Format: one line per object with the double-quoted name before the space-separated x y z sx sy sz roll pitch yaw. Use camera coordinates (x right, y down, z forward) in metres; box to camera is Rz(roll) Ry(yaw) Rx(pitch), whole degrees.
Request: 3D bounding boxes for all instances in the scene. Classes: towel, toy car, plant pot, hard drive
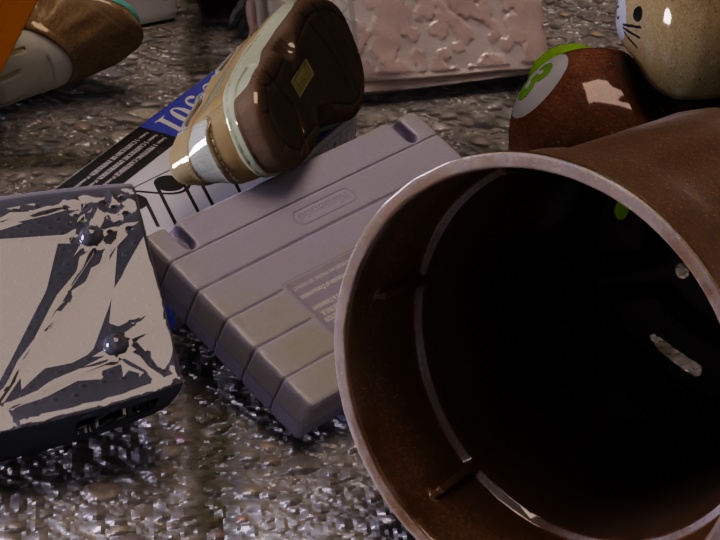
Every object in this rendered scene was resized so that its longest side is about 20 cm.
"towel" 0.017 -0.209 1.386 0.190 0.202 0.032 -9 3 -21
"toy car" 0.165 -0.131 1.253 0.156 0.201 0.165 4 30 2
"plant pot" 0.124 0.021 1.017 0.199 0.202 0.198 21 28 28
"hard drive" -0.189 0.032 1.054 0.198 0.042 0.136 -11 53 -10

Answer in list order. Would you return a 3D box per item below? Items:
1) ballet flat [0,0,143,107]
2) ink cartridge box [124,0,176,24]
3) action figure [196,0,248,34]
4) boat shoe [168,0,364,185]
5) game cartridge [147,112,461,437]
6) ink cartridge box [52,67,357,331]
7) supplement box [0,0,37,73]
"ballet flat" -0.231 -0.135 1.368 0.198 0.068 0.073 10 51 12
"ink cartridge box" -0.194 -0.250 1.502 0.066 0.117 0.200 -16 36 -28
"action figure" -0.078 -0.252 1.501 0.133 0.150 0.201 -9 46 -9
"boat shoe" -0.055 -0.094 1.218 0.076 0.072 0.200 -22 10 21
"game cartridge" 0.000 0.000 1.146 0.199 0.038 0.130 -27 66 -40
"ink cartridge box" -0.087 -0.044 1.236 0.093 0.045 0.200 18 34 20
"supplement box" -0.291 -0.156 1.316 0.199 0.127 0.073 25 -3 31
